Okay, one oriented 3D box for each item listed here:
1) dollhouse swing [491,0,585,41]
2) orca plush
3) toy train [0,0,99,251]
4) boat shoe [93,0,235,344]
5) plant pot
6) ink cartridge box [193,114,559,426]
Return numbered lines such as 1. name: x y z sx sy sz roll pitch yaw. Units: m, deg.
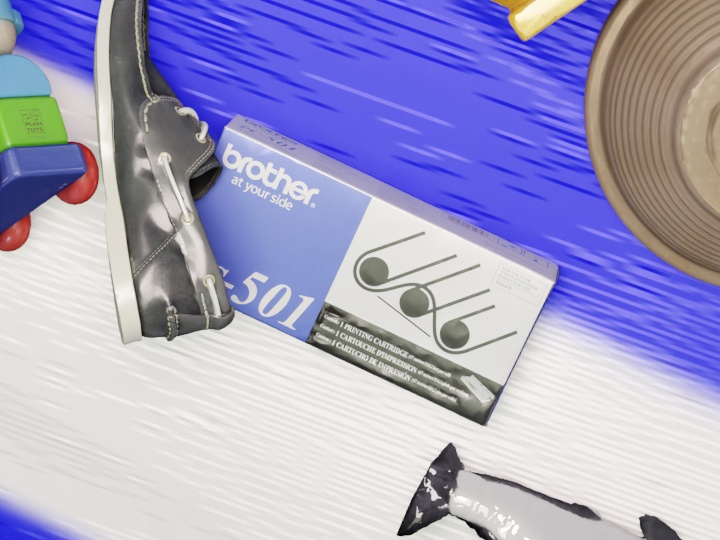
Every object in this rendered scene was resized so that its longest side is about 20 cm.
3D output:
1. dollhouse swing: 0.116 -0.260 1.298 0.176 0.182 0.200 -30 99 34
2. orca plush: 0.113 0.182 1.459 0.199 0.105 0.071 20 138 -1
3. toy train: -0.235 -0.062 1.440 0.200 0.084 0.116 -30 73 45
4. boat shoe: -0.108 -0.060 1.403 0.067 0.072 0.201 -8 74 -2
5. plant pot: 0.214 -0.078 1.365 0.200 0.093 0.202 2 105 8
6. ink cartridge box: 0.000 0.000 1.438 0.200 0.044 0.094 26 105 1
